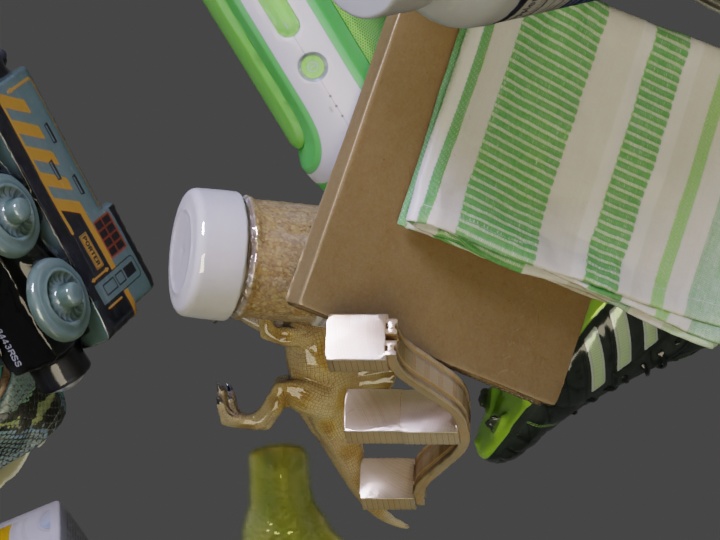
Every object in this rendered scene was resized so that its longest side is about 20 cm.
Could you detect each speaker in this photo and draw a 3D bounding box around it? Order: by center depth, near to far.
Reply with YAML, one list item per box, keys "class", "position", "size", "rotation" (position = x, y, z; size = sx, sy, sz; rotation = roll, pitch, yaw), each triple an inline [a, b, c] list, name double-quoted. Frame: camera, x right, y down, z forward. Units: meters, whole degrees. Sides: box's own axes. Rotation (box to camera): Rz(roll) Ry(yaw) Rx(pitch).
- class: "speaker"
  position: [-0.034, -0.138, 1.390]
  size: [0.088, 0.089, 0.201]
  rotation: [-29, 105, 12]

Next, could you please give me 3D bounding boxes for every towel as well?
- class: "towel"
  position: [0.129, -0.059, 1.376]
  size: [0.199, 0.023, 0.154]
  rotation: [20, 83, -19]

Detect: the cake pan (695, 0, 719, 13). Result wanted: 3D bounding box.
- class: "cake pan"
  position: [0.229, -0.220, 1.371]
  size: [0.199, 0.037, 0.202]
  rotation: [1, 109, 4]

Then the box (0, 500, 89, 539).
- class: "box"
  position: [-0.234, 0.233, 1.501]
  size: [0.199, 0.113, 0.102]
  rotation: [-23, 126, 10]

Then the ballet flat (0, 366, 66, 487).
- class: "ballet flat"
  position: [-0.241, 0.122, 1.502]
  size: [0.200, 0.074, 0.074]
  rotation: [-40, 102, 23]

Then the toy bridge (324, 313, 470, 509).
- class: "toy bridge"
  position: [0.025, 0.078, 1.396]
  size: [0.067, 0.027, 0.200]
  rotation: [-1, 152, 6]

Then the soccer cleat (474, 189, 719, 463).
- class: "soccer cleat"
  position: [0.140, 0.038, 1.450]
  size: [0.081, 0.068, 0.200]
  rotation: [34, 106, -17]

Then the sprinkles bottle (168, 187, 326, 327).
- class: "sprinkles bottle"
  position: [0.000, 0.000, 1.414]
  size: [0.199, 0.068, 0.069]
  rotation: [6, 110, -17]

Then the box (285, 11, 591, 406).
- class: "box"
  position: [0.064, -0.049, 1.379]
  size: [0.163, 0.021, 0.201]
  rotation: [22, 84, -24]

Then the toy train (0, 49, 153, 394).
- class: "toy train"
  position: [-0.191, -0.035, 1.422]
  size: [0.085, 0.114, 0.201]
  rotation: [-21, 104, 33]

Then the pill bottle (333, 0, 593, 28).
- class: "pill bottle"
  position: [0.075, -0.179, 1.291]
  size: [0.199, 0.111, 0.112]
  rotation: [-16, 112, -34]

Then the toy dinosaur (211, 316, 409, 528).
- class: "toy dinosaur"
  position: [-0.027, 0.067, 1.473]
  size: [0.100, 0.058, 0.201]
  rotation: [-7, 108, 5]
